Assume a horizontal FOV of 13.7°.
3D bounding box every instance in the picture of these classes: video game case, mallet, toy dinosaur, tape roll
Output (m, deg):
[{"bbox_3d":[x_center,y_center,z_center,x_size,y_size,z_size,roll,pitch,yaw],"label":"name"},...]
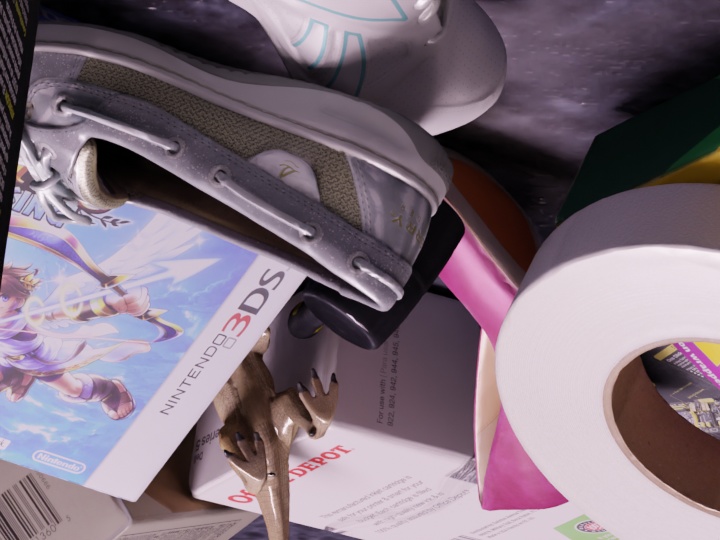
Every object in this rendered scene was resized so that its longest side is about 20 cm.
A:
[{"bbox_3d":[-0.127,-0.008,1.204,0.200,0.045,0.181,21,117,-34],"label":"video game case"},{"bbox_3d":[0.000,0.000,1.255,0.041,0.066,0.200,39,174,-4],"label":"mallet"},{"bbox_3d":[-0.045,0.071,1.347,0.058,0.200,0.101,-18,179,-15],"label":"toy dinosaur"},{"bbox_3d":[0.150,0.051,1.160,0.202,0.037,0.203,16,140,14],"label":"tape roll"}]

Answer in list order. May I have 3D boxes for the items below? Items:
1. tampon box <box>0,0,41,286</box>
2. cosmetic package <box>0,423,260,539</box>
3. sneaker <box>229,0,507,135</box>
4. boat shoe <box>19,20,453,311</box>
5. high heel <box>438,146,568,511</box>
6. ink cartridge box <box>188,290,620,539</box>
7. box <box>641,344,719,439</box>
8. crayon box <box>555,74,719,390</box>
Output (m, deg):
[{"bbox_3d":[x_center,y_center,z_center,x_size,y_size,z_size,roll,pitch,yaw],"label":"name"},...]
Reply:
[{"bbox_3d":[-0.178,-0.101,0.906,0.150,0.200,0.126,3,158,5],"label":"tampon box"},{"bbox_3d":[-0.132,0.120,1.481,0.105,0.071,0.200,-37,168,11],"label":"cosmetic package"},{"bbox_3d":[0.001,-0.103,1.031,0.080,0.071,0.200,-13,151,33],"label":"sneaker"},{"bbox_3d":[-0.069,-0.038,1.063,0.202,0.065,0.074,15,161,17],"label":"boat shoe"},{"bbox_3d":[0.046,0.029,1.282,0.096,0.067,0.200,-27,131,19],"label":"high heel"},{"bbox_3d":[0.038,0.078,1.451,0.200,0.084,0.145,16,155,-25],"label":"ink cartridge box"},{"bbox_3d":[0.203,0.039,1.323,0.161,0.049,0.200,20,151,-17],"label":"box"},{"bbox_3d":[0.205,0.002,1.150,0.200,0.058,0.172,43,140,-19],"label":"crayon box"}]
